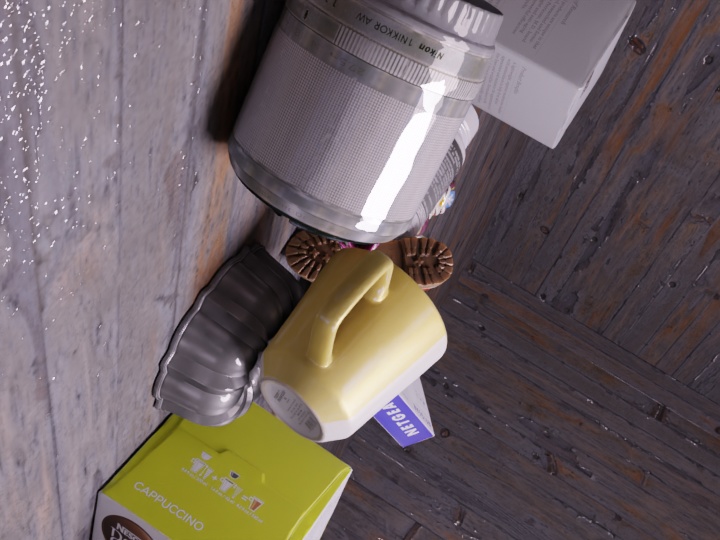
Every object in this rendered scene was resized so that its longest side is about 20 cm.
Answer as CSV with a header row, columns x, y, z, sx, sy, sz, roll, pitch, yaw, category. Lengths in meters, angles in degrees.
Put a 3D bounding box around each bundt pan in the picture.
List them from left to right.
x,y,z,sx,sy,sz,roll,pitch,yaw,category
-0.124,0.078,0.961,0.203,0.075,0.202,-56,170,-15,bundt pan

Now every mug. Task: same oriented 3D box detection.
x,y,z,sx,sy,sz,roll,pitch,yaw,category
-0.025,0.069,0.895,0.153,0.149,0.188,-45,130,-28,mug

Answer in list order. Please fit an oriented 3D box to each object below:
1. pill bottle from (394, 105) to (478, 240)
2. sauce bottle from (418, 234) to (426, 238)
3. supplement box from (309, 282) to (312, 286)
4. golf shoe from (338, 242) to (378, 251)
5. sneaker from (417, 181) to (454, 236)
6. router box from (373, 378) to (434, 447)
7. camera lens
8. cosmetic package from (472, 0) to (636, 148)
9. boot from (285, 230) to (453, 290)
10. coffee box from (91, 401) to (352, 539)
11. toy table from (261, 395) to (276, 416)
x,y,z,sx,sy,sz,roll,pitch,yaw,category
0.063,-0.133,1.174,0.201,0.113,0.114,-55,169,-24,pill bottle
0.040,-0.021,1.362,0.065,0.064,0.200,-57,-166,-12,sauce bottle
-0.037,0.034,1.309,0.201,0.068,0.067,-63,168,28,supplement box
-0.011,-0.053,0.971,0.200,0.074,0.093,105,-16,-77,golf shoe
0.095,-0.106,1.303,0.201,0.089,0.075,-92,-158,-56,sneaker
0.027,0.113,1.222,0.048,0.181,0.200,-21,146,11,router box
0.000,-0.134,0.708,0.201,0.159,0.160,-63,170,21,camera lens
0.234,-0.310,1.272,0.166,0.199,0.165,-56,170,-17,cosmetic package
0.000,0.000,1.116,0.107,0.198,0.076,141,-46,-67,boot
-0.158,0.283,1.026,0.200,0.199,0.199,-48,164,-47,coffee box
-0.087,0.137,1.212,0.201,0.117,0.184,-53,169,-27,toy table
